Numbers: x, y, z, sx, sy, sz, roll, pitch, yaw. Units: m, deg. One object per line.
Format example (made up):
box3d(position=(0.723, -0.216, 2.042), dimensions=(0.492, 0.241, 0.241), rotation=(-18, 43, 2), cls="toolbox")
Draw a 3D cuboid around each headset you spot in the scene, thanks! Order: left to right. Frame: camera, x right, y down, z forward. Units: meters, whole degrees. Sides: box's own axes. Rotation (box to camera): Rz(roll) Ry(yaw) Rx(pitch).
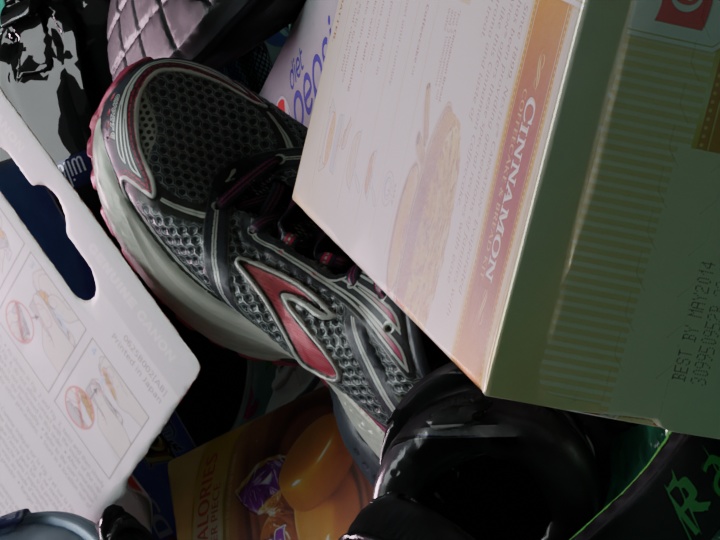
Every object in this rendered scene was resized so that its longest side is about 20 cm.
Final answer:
box3d(position=(0.016, 0.067, 0.719), dimensions=(0.200, 0.094, 0.124), rotation=(-31, 16, 38), cls="headset")

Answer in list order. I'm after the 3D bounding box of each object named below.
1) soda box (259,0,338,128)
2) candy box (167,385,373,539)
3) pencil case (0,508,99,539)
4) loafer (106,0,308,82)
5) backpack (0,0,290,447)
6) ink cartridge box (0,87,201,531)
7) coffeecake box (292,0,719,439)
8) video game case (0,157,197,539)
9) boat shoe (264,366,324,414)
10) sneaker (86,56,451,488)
box3d(position=(0.011, -0.059, 0.932), dimensions=(0.200, 0.063, 0.068), rotation=(124, 140, -67), cls="soda box")
box3d(position=(0.007, 0.138, 0.875), dimensions=(0.116, 0.056, 0.200), rotation=(-26, 57, 28), cls="candy box")
box3d(position=(-0.090, 0.170, 0.918), dimensions=(0.200, 0.090, 0.083), rotation=(65, -174, -47), cls="pencil case")
box3d(position=(-0.026, -0.116, 0.941), dimensions=(0.200, 0.072, 0.073), rotation=(-37, 57, 49), cls="loafer")
box3d(position=(-0.091, -0.007, 1.093), dimensions=(0.177, 0.150, 0.201), rotation=(-23, 80, 34), cls="backpack")
box3d(position=(-0.123, 0.027, 0.931), dimensions=(0.163, 0.057, 0.200), rotation=(52, 131, 17), cls="ink cartridge box")
box3d(position=(0.053, -0.062, 0.689), dimensions=(0.200, 0.073, 0.154), rotation=(-134, 56, -70), cls="coffeecake box")
box3d(position=(-0.134, 0.086, 1.033), dimensions=(0.200, 0.045, 0.181), rotation=(59, 140, 10), cls="video game case")
box3d(position=(0.006, 0.034, 0.976), dimensions=(0.200, 0.073, 0.066), rotation=(129, 142, -55), cls="boat shoe")
box3d(position=(0.000, 0.000, 0.832), dimensions=(0.200, 0.081, 0.075), rotation=(41, 152, 9), cls="sneaker")
